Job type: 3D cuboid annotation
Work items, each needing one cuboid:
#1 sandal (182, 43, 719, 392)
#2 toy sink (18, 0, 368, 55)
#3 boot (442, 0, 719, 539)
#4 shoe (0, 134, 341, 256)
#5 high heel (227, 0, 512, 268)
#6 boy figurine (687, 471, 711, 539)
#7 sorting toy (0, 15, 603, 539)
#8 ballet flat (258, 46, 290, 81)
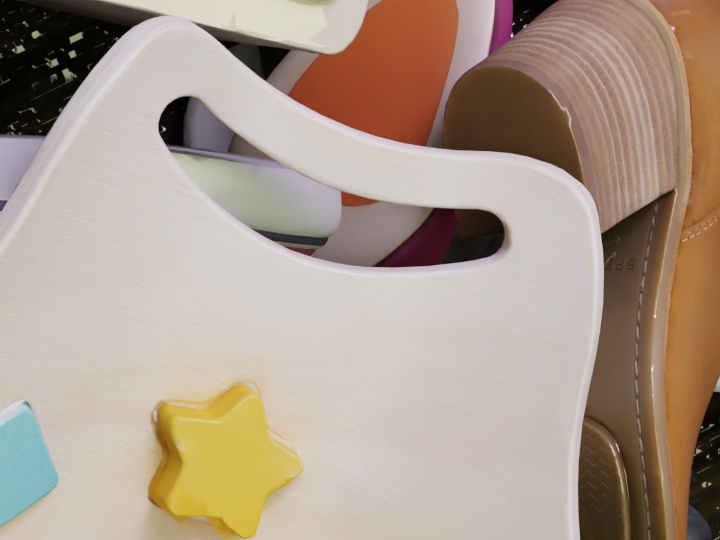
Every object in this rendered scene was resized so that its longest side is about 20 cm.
[{"bbox_3d":[0.040,-0.007,0.818,0.201,0.050,0.083,21,81,-2],"label":"sandal"},{"bbox_3d":[-0.052,-0.129,0.691,0.111,0.200,0.131,12,91,-22],"label":"toy sink"},{"bbox_3d":[0.087,0.010,0.754,0.155,0.076,0.201,-29,115,-47],"label":"boot"},{"bbox_3d":[-0.104,0.011,0.686,0.199,0.071,0.092,2,94,-13],"label":"shoe"},{"bbox_3d":[0.000,0.000,0.767,0.096,0.067,0.201,3,122,-60],"label":"high heel"},{"bbox_3d":[0.029,0.135,0.801,0.200,0.064,0.125,-53,148,-17],"label":"boy figurine"},{"bbox_3d":[-0.027,0.043,0.640,0.199,0.107,0.181,21,90,-15],"label":"sorting toy"},{"bbox_3d":[0.002,-0.112,0.766,0.067,0.068,0.202,-2,85,-6],"label":"ballet flat"}]
